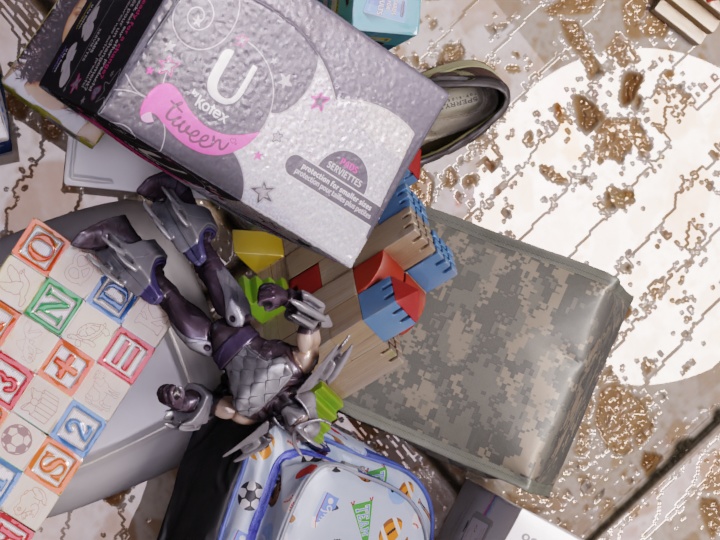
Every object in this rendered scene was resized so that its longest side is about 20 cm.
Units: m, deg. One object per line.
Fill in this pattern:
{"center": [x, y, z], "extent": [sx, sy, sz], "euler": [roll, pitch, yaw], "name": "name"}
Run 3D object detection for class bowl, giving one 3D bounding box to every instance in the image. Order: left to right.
{"center": [-0.196, 0.063, 1.254], "extent": [0.198, 0.075, 0.201], "euler": [-23, 94, -9], "name": "bowl"}

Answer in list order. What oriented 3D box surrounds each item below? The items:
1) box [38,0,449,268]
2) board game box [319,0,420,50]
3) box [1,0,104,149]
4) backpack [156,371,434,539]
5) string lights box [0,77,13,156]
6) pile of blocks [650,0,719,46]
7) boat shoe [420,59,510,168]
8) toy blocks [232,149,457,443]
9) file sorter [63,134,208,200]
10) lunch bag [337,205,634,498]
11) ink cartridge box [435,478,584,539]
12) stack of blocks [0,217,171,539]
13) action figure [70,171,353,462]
{"center": [-0.070, -0.108, 1.095], "extent": [0.199, 0.115, 0.133], "euler": [31, 87, -30], "name": "box"}
{"center": [0.005, -0.226, 1.217], "extent": [0.047, 0.200, 0.152], "euler": [4, 91, -10], "name": "board game box"}
{"center": [-0.144, -0.180, 1.144], "extent": [0.075, 0.050, 0.201], "euler": [33, 85, -8], "name": "box"}
{"center": [-0.037, 0.191, 1.236], "extent": [0.190, 0.154, 0.201], "euler": [22, 93, -44], "name": "backpack"}
{"center": [-0.266, -0.126, 1.172], "extent": [0.058, 0.200, 0.104], "euler": [-12, 93, -9], "name": "string lights box"}
{"center": [0.222, -0.264, 1.324], "extent": [0.082, 0.062, 0.201], "euler": [-30, 96, -8], "name": "pile of blocks"}
{"center": [0.015, -0.101, 1.288], "extent": [0.199, 0.065, 0.074], "euler": [-26, 99, -5], "name": "boat shoe"}
{"center": [0.000, 0.000, 1.204], "extent": [0.136, 0.201, 0.100], "euler": [-31, 129, 18], "name": "toy blocks"}
{"center": [-0.126, -0.150, 1.234], "extent": [0.138, 0.125, 0.202], "euler": [6, 90, -9], "name": "file sorter"}
{"center": [0.069, 0.050, 1.274], "extent": [0.199, 0.118, 0.165], "euler": [22, 88, 17], "name": "lunch bag"}
{"center": [0.130, 0.212, 1.249], "extent": [0.116, 0.200, 0.068], "euler": [29, 87, -9], "name": "ink cartridge box"}
{"center": [-0.223, 0.079, 1.182], "extent": [0.115, 0.059, 0.201], "euler": [33, 85, -9], "name": "stack of blocks"}
{"center": [-0.089, 0.037, 1.129], "extent": [0.130, 0.069, 0.200], "euler": [-42, 80, 10], "name": "action figure"}
